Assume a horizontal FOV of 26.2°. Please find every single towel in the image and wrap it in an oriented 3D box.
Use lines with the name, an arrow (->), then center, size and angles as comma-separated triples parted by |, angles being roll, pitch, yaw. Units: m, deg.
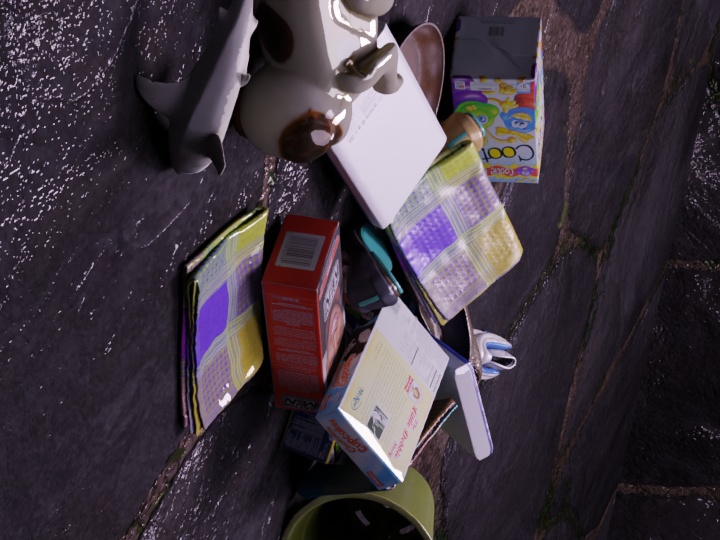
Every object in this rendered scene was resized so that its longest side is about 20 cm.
towel -> -0.130, 0.049, 1.512 | 0.144, 0.023, 0.200 | -46, 148, -49
towel -> 0.017, 0.211, 1.819 | 0.022, 0.200, 0.147 | 50, 60, -16
towel -> 0.108, -0.043, 1.797 | 0.144, 0.023, 0.200 | -37, 130, -11

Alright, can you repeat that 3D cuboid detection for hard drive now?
hard drive -> 0.019, -0.152, 1.642 | 0.132, 0.025, 0.200 | -55, 144, -16
hard drive -> 0.086, 0.130, 1.875 | 0.025, 0.200, 0.132 | -26, 120, -18

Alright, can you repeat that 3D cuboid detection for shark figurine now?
shark figurine -> -0.133, -0.165, 1.251 | 0.128, 0.089, 0.215 | -109, -145, -64

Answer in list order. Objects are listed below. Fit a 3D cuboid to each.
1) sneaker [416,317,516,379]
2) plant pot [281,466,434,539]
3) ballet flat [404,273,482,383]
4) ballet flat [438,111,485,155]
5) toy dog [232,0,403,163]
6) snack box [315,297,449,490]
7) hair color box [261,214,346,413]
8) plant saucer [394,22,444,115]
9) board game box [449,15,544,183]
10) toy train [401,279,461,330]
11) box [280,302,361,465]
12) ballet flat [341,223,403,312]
sneaker -> 0.146, 0.117, 2.113 | 0.081, 0.146, 0.200 | -70, 160, -4
plant pot -> 0.017, 0.328, 1.946 | 0.190, 0.200, 0.200 | -56, 158, -68
ballet flat -> 0.105, 0.065, 1.886 | 0.046, 0.067, 0.200 | -102, 174, -67
ballet flat -> 0.099, -0.146, 1.861 | 0.063, 0.069, 0.200 | -40, 177, -8
toy dog -> -0.041, -0.193, 1.377 | 0.194, 0.139, 0.200 | -7, 115, -54
snack box -> 0.027, 0.126, 1.680 | 0.116, 0.037, 0.200 | 50, 38, -21
hair color box -> -0.056, 0.048, 1.616 | 0.200, 0.061, 0.102 | 88, 14, -48
plant saucer -> 0.042, -0.185, 1.748 | 0.200, 0.032, 0.200 | -52, 153, -41
board game box -> 0.173, -0.210, 1.931 | 0.200, 0.105, 0.103 | 77, 18, -55
toy train -> 0.092, -0.024, 1.935 | 0.114, 0.085, 0.200 | -101, -165, -67
box -> -0.023, 0.121, 1.794 | 0.200, 0.064, 0.070 | -71, 160, -1
ballet flat -> 0.000, 0.000, 1.721 | 0.200, 0.073, 0.073 | -107, -152, -72
